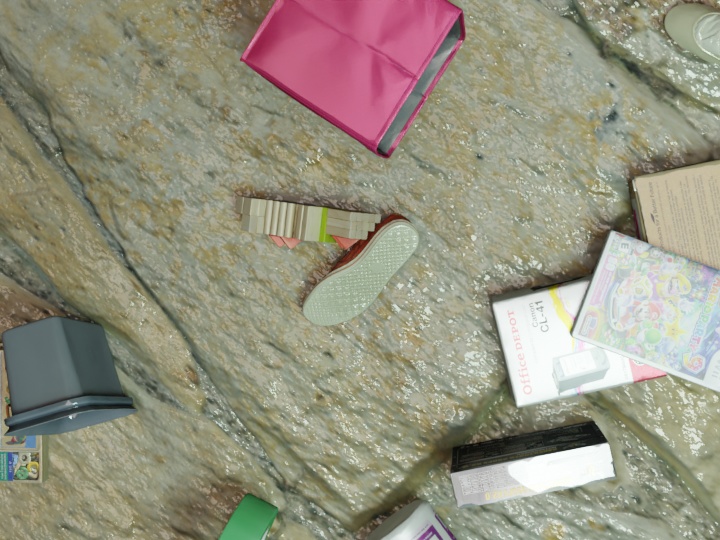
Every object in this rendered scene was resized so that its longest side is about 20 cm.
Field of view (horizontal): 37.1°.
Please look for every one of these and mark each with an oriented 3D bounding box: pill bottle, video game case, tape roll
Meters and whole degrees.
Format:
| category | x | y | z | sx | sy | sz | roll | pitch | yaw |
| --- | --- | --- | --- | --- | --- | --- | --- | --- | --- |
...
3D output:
| category | x | y | z | sx | sy | sz | roll | pitch | yaw |
| --- | --- | --- | --- | --- | --- | --- | --- | --- | --- |
| pill bottle | 0.101 | 0.413 | 1.417 | 0.112 | 0.112 | 0.200 | -37 | 88 | 6 |
| video game case | 0.380 | 0.051 | 1.339 | 0.200 | 0.018 | 0.143 | 20 | 92 | 2 |
| tape roll | -0.172 | 0.391 | 1.399 | 0.048 | 0.200 | 0.201 | 26 | 95 | 4 |

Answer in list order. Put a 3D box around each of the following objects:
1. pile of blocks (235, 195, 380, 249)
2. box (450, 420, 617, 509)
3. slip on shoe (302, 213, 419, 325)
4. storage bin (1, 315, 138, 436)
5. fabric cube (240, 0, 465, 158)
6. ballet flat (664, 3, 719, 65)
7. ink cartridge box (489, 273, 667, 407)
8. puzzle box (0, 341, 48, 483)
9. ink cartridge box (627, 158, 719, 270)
| category | x | y | z | sx | sy | sz | roll | pitch | yaw |
| --- | --- | --- | --- | --- | --- | --- | --- | --- | --- |
| pile of blocks | -0.074 | -0.058 | 1.435 | 0.200 | 0.082 | 0.062 | 9 | 96 | 20 |
| box | 0.217 | 0.246 | 1.375 | 0.200 | 0.158 | 0.048 | -12 | 91 | 5 |
| slip on shoe | 0.000 | 0.000 | 1.440 | 0.074 | 0.061 | 0.200 | 38 | 109 | -21 |
| storage bin | -0.402 | 0.141 | 1.425 | 0.145 | 0.200 | 0.135 | -17 | 80 | 6 |
| fabric cube | -0.003 | -0.279 | 1.357 | 0.199 | 0.196 | 0.200 | 33 | 96 | 3 |
| ballet flat | 0.485 | -0.287 | 1.372 | 0.200 | 0.069 | 0.070 | 29 | 95 | 4 |
| ink cartridge box | 0.281 | 0.085 | 1.398 | 0.200 | 0.086 | 0.148 | -14 | 91 | 4 |
| puzzle box | -0.509 | 0.198 | 1.514 | 0.133 | 0.025 | 0.200 | 0 | 93 | 7 |
| ink cartridge box | 0.445 | -0.038 | 1.381 | 0.164 | 0.075 | 0.200 | -11 | 92 | 8 |
